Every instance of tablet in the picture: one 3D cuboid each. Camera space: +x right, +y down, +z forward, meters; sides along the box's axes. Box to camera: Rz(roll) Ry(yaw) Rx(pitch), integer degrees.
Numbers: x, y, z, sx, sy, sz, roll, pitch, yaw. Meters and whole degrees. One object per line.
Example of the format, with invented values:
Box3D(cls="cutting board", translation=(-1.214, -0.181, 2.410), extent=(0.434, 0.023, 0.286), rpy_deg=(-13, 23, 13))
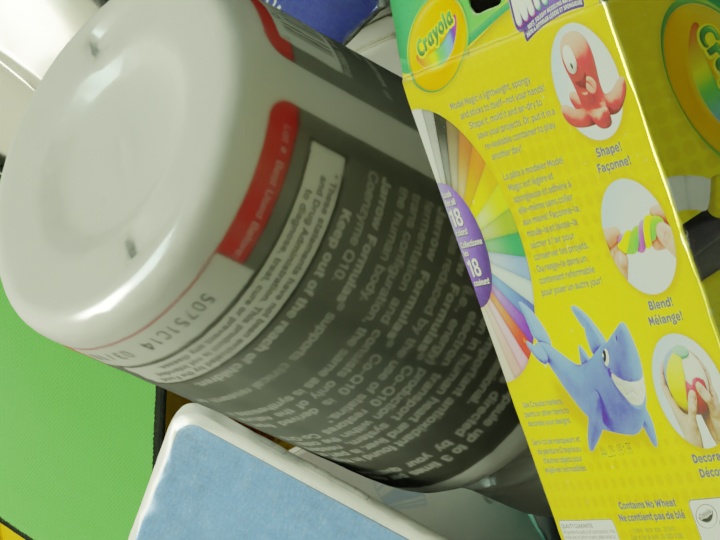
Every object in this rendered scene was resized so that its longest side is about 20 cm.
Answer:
Box3D(cls="tablet", translation=(0.012, 0.136, 0.904), extent=(0.014, 0.199, 0.131), rpy_deg=(-43, -22, -60))

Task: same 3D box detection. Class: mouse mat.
Box3D(cls="mouse mat", translation=(-0.136, 0.032, 1.121), extent=(0.160, 0.008, 0.201), rpy_deg=(31, 141, 22))

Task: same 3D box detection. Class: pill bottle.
Box3D(cls="pill bottle", translation=(0.000, 0.000, 0.890), extent=(0.114, 0.199, 0.114), rpy_deg=(-28, 49, 38))

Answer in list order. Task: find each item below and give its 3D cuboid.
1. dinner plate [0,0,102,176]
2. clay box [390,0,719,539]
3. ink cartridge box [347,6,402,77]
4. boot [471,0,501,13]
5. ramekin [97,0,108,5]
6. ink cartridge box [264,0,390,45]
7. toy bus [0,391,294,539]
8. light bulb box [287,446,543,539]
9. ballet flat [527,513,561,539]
Box3D(cls="dinner plate", translation=(-0.125, -0.038, 1.071), extent=(0.200, 0.024, 0.201), rpy_deg=(30, 144, 25))
Box3D(cls="clay box", translation=(0.075, 0.004, 0.748), extent=(0.115, 0.047, 0.201), rpy_deg=(-13, 96, 65))
Box3D(cls="ink cartridge box", translation=(-0.015, -0.066, 1.064), extent=(0.145, 0.084, 0.200), rpy_deg=(63, -178, -34))
Box3D(cls="boot", translation=(0.023, -0.137, 1.069), extent=(0.200, 0.067, 0.131), rpy_deg=(-119, 16, -59))
Box3D(cls="ramekin", translation=(-0.108, -0.086, 1.193), extent=(0.200, 0.104, 0.201), rpy_deg=(-13, -90, -70))
Box3D(cls="ink cartridge box", translation=(0.004, -0.184, 0.945), extent=(0.200, 0.043, 0.197), rpy_deg=(-43, 43, 14))
Box3D(cls="toy bus", translation=(-0.042, 0.087, 1.243), extent=(0.191, 0.200, 0.136), rpy_deg=(30, 150, 30))
Box3D(cls="light bulb box", translation=(0.012, 0.166, 1.050), extent=(0.199, 0.124, 0.200), rpy_deg=(59, 158, 9))
Box3D(cls="ballet flat", translation=(0.097, 0.091, 0.946), extent=(0.073, 0.073, 0.201), rpy_deg=(105, 157, -51))
